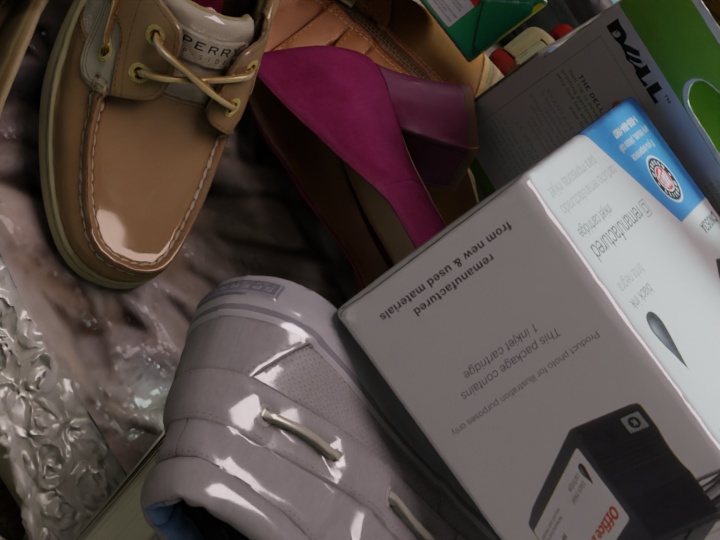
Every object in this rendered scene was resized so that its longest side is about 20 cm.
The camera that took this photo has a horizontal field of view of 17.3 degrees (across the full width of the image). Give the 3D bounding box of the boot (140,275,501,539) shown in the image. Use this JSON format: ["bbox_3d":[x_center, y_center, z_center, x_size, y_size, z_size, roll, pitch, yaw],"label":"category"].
[{"bbox_3d":[-0.004,0.099,0.777,0.200,0.073,0.096,49,46,-33],"label":"boot"}]

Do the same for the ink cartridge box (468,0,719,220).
[{"bbox_3d":[0.133,-0.037,0.897,0.076,0.200,0.148,-31,89,-25],"label":"ink cartridge box"}]

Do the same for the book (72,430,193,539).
[{"bbox_3d":[-0.035,0.119,0.813,0.134,0.048,0.200,70,25,-15],"label":"book"}]

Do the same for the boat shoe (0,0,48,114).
[{"bbox_3d":[-0.130,-0.116,0.882,0.063,0.073,0.201,12,45,14],"label":"boat shoe"}]

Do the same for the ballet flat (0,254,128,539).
[{"bbox_3d":[-0.140,0.025,0.790,0.201,0.072,0.072,60,39,-9],"label":"ballet flat"}]

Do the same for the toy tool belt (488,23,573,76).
[{"bbox_3d":[0.163,-0.058,1.112,0.200,0.123,0.125,52,-2,-12],"label":"toy tool belt"}]

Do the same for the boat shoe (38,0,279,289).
[{"bbox_3d":[-0.070,-0.092,0.892,0.074,0.066,0.201,12,86,-29],"label":"boat shoe"}]

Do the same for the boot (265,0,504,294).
[{"bbox_3d":[-0.008,-0.049,0.990,0.155,0.074,0.200,42,37,-12],"label":"boot"}]

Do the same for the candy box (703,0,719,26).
[{"bbox_3d":[0.167,-0.083,0.936,0.056,0.200,0.117,-32,63,-16],"label":"candy box"}]

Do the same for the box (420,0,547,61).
[{"bbox_3d":[0.006,-0.186,1.039,0.117,0.048,0.200,48,11,-34],"label":"box"}]

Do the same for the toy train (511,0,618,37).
[{"bbox_3d":[0.091,-0.190,1.170,0.114,0.085,0.201,-27,85,-46],"label":"toy train"}]

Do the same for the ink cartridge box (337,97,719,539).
[{"bbox_3d":[0.102,0.056,0.786,0.200,0.084,0.145,54,23,1],"label":"ink cartridge box"}]

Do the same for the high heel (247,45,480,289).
[{"bbox_3d":[0.000,0.000,0.890,0.096,0.068,0.201,8,47,-15],"label":"high heel"}]
